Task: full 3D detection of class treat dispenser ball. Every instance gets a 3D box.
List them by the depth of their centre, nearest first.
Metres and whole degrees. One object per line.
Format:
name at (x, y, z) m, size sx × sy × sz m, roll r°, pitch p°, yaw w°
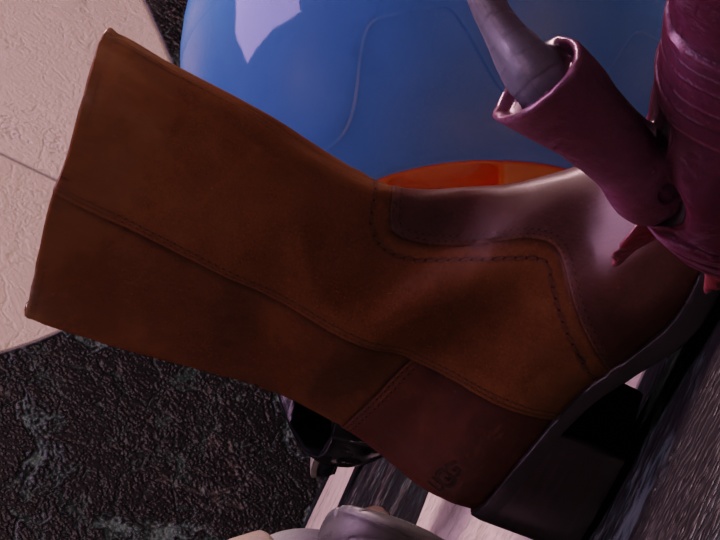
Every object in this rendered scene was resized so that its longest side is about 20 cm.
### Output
treat dispenser ball at (0.032, -0.075, 1.003) m, size 0.201 × 0.200 × 0.201 m, roll -155°, pitch 90°, yaw -89°

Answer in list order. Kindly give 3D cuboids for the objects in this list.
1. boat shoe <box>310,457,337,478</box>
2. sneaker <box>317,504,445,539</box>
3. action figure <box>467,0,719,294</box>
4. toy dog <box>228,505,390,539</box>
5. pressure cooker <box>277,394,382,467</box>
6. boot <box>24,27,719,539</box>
boat shoe at (-0.007, 0.127, 2.560) m, size 0.075 × 0.062 × 0.200 m, roll -91°, pitch 12°, yaw -51°
sneaker at (-0.017, 0.179, 1.230) m, size 0.200 × 0.076 × 0.091 m, roll 112°, pitch 176°, yaw -62°
action figure at (0.104, -0.054, 0.616) m, size 0.200 × 0.134 × 0.149 m, roll 98°, pitch 150°, yaw -48°
toy dog at (-0.036, 0.190, 1.447) m, size 0.200 × 0.131 × 0.097 m, roll 92°, pitch 165°, yaw -81°
pressure cooker at (0.003, 0.001, 1.374) m, size 0.176 × 0.178 × 0.201 m, roll 1°, pitch -77°, yaw -62°
boot at (0.012, -0.028, 0.822) m, size 0.069 × 0.199 × 0.189 m, roll -65°, pitch 1°, yaw -57°
